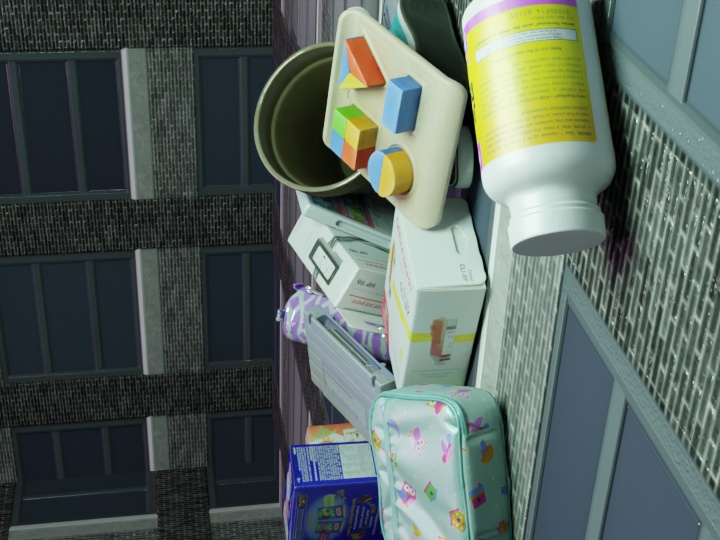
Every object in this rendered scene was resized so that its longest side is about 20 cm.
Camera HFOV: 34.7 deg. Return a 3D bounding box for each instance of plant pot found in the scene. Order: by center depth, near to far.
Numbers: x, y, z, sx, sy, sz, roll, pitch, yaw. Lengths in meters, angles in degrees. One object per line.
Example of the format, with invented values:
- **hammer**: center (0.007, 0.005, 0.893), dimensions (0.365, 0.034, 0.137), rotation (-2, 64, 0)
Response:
- **plant pot**: center (-0.015, -0.180, 1.529), dimensions (0.173, 0.200, 0.201), rotation (24, -123, -63)

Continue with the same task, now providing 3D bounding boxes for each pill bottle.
- **pill bottle**: center (0.140, -0.116, 0.896), dimensions (0.104, 0.104, 0.201), rotation (119, 146, -73)

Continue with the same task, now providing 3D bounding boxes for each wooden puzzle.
- **wooden puzzle**: center (0.023, -0.166, 1.275), dimensions (0.200, 0.046, 0.186), rotation (42, 137, 35)

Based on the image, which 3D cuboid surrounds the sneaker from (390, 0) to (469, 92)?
- **sneaker**: center (0.069, -0.218, 1.346), dimensions (0.121, 0.083, 0.200), rotation (106, 161, -60)

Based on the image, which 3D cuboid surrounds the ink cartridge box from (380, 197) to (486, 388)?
- **ink cartridge box**: center (0.081, 0.032, 1.353), dimensions (0.200, 0.083, 0.145), rotation (97, 167, -47)

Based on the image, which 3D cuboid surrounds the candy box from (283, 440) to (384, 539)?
- **candy box**: center (-0.001, 0.308, 1.585), dimensions (0.169, 0.199, 0.077), rotation (99, 166, -47)

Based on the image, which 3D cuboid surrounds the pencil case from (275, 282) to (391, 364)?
- **pencil case**: center (-0.012, 0.076, 1.608), dimensions (0.084, 0.200, 0.086), rotation (5, -83, -66)

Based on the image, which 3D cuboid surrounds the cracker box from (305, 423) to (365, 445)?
- **cracker box**: center (-0.012, 0.348, 1.858), dimensions (0.058, 0.134, 0.200), rotation (103, 161, -60)

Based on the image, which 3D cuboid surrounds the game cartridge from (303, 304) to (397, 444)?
- **game cartridge**: center (-0.010, 0.144, 1.512), dimensions (0.200, 0.038, 0.130), rotation (41, 149, 47)

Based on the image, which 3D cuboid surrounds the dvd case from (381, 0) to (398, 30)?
- **dvd case**: center (0.052, -0.340, 1.605), dimensions (0.200, 0.017, 0.143), rotation (98, 166, -52)

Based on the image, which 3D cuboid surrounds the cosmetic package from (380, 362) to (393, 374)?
- **cosmetic package**: center (0.016, 0.150, 1.696), dimensions (0.102, 0.074, 0.200), rotation (43, -171, -26)

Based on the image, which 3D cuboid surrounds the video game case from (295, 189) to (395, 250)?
- **video game case**: center (-0.011, -0.098, 1.602), dimensions (0.023, 0.182, 0.200), rotation (-59, 24, 23)

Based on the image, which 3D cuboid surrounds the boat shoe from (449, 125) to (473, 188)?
- **boat shoe**: center (0.084, -0.135, 1.343), dimensions (0.200, 0.063, 0.071), rotation (-134, 42, -76)

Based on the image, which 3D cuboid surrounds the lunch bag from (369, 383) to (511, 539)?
- **lunch bag**: center (0.081, 0.226, 1.249), dimensions (0.160, 0.077, 0.201), rotation (-1, 95, 49)

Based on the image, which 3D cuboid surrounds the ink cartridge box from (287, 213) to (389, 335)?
- **ink cartridge box**: center (0.000, 0.000, 1.526), dimensions (0.068, 0.116, 0.200), rotation (-59, 42, 21)

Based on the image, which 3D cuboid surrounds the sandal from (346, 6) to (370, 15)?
- **sandal**: center (-0.007, -0.214, 1.383), dimensions (0.082, 0.050, 0.203), rotation (152, 111, -68)
